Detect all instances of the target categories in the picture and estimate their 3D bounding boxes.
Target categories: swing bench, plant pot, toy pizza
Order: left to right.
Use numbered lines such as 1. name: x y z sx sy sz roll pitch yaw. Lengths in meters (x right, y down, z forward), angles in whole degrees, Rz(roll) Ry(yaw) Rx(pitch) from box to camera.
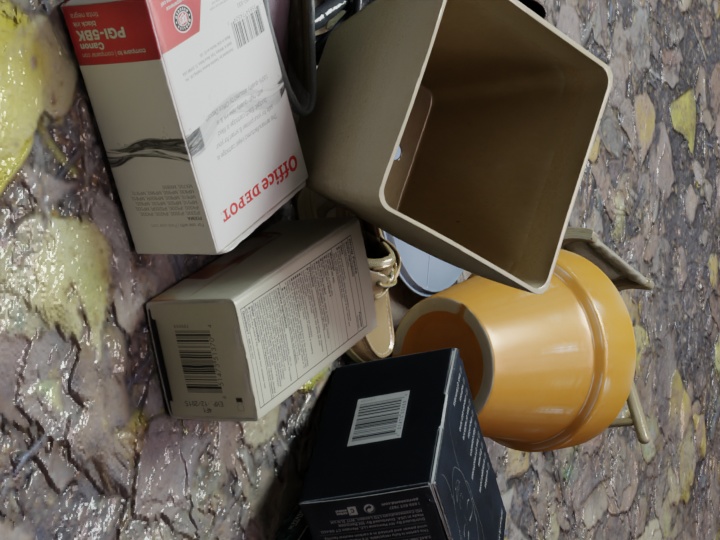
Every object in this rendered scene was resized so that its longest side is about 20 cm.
1. toy pizza: 0.060 -0.075 1.668 0.200 0.032 0.202 -1 91 -59
2. plant pot: 0.056 -0.114 1.397 0.199 0.177 0.201 27 77 -39
3. plant pot: 0.133 0.082 1.649 0.183 0.199 0.202 -5 94 -48
4. swing bench: 0.232 0.077 1.882 0.199 0.129 0.201 32 57 -56

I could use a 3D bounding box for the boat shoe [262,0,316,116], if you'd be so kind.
1. boat shoe: -0.061 -0.218 1.333 0.074 0.065 0.203 -33 138 -44

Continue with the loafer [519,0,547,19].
1. loafer: 0.129 -0.288 1.761 0.200 0.063 0.072 13 78 -60

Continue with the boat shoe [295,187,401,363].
1. boat shoe: 0.000 0.000 1.524 0.071 0.064 0.201 -55 135 -46

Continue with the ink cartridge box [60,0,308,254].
1. ink cartridge box: -0.127 -0.130 1.280 0.147 0.082 0.201 -44 127 -52

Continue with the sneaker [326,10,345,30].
1. sneaker: 0.036 -0.270 1.588 0.200 0.069 0.100 -8 95 -61

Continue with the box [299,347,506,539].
1. box: 0.044 0.209 1.496 0.200 0.123 0.197 -75 149 -57

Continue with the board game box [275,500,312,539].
1. board game box: -0.038 0.313 1.488 0.135 0.028 0.201 -54 135 -46

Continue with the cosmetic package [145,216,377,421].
1. cosmetic package: -0.075 0.036 1.367 0.200 0.087 0.104 -33 117 -55

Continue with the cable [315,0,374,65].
1. cable: -0.058 -0.256 1.408 0.199 0.051 0.164 10 108 -44
